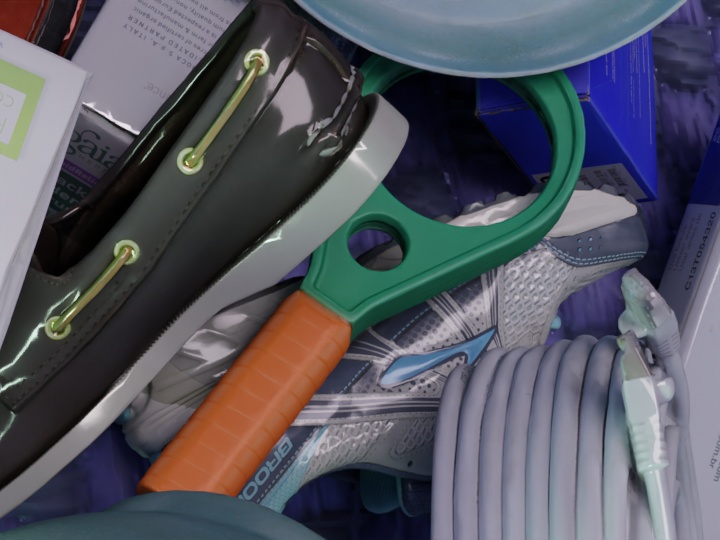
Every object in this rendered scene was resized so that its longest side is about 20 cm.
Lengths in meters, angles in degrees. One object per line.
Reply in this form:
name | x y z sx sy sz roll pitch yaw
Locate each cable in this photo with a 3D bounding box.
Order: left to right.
cable | 0.066 0.120 0.665 0.069 0.200 0.202 -3 69 11

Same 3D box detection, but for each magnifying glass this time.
magnifying glass | 0.000 0.000 0.694 0.079 0.022 0.200 34 62 8

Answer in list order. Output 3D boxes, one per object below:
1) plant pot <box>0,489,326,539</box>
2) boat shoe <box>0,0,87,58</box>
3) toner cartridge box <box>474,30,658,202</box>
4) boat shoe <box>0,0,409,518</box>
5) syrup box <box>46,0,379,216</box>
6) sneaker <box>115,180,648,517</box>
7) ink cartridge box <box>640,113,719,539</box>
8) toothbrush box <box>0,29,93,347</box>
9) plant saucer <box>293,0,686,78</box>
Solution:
plant pot | -0.058 0.145 0.608 0.200 0.200 0.134 42 36 -6
boat shoe | -0.113 -0.147 0.717 0.071 0.063 0.202 11 92 -6
toner cartridge box | 0.074 -0.132 0.820 0.043 0.095 0.202 -7 67 19
boat shoe | -0.078 0.004 0.658 0.201 0.072 0.061 -42 108 9
syrup box | -0.038 -0.096 0.759 0.078 0.081 0.201 31 61 -10
sneaker | 0.016 0.034 0.748 0.199 0.078 0.087 -23 88 -21
ink cartridge box | 0.202 0.027 0.813 0.199 0.043 0.198 22 86 -19
toothbrush box | -0.176 -0.008 0.589 0.145 0.200 0.087 23 63 -15
plant saucer | 0.039 -0.162 0.712 0.198 0.027 0.202 -1 95 -13
